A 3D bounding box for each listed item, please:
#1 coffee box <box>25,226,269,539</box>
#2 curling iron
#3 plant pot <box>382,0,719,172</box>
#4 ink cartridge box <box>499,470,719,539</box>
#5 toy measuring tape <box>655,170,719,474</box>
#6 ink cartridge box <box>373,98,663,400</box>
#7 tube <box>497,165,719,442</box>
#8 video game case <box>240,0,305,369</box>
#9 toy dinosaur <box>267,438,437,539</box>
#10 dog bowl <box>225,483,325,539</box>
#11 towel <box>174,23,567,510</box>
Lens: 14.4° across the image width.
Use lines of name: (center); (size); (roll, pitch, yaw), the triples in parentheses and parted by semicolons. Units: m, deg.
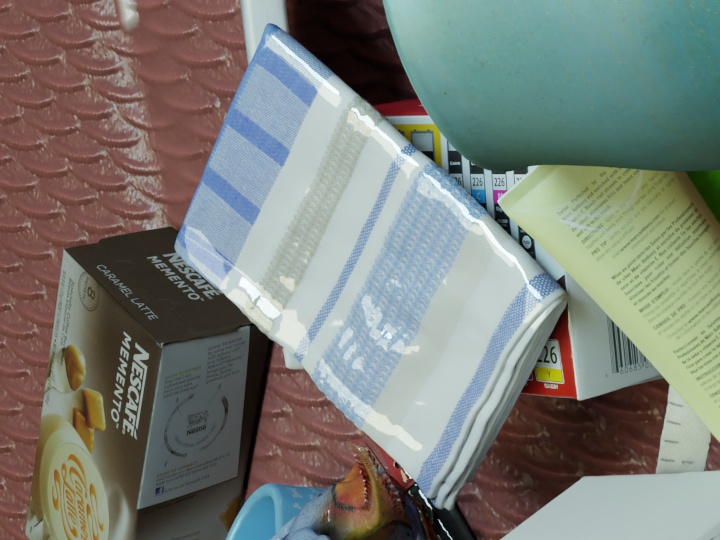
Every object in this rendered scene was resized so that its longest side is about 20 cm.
coffee box: (-0.125, 0.093, 1.652); (0.114, 0.079, 0.201); (40, 130, 41)
curling iron: (0.030, 0.102, 1.487); (0.201, 0.025, 0.050); (64, 145, 19)
plant pot: (0.115, -0.124, 1.101); (0.187, 0.200, 0.201); (-17, 85, 27)
ink cartridge box: (0.156, 0.192, 1.242); (0.145, 0.085, 0.201); (-8, 110, 55)
toy measuring tape: (0.152, 0.004, 1.263); (0.074, 0.073, 0.201); (36, 134, 43)
ink cartridge box: (0.062, -0.037, 1.355); (0.200, 0.084, 0.176); (2, 101, 54)
tube: (0.145, 0.019, 1.205); (0.052, 0.058, 0.200); (-27, 112, 37)
video game case: (-0.043, -0.070, 1.451); (0.182, 0.023, 0.201); (-105, 9, -75)
toy dinosaur: (0.014, 0.126, 1.379); (0.105, 0.182, 0.200); (26, 122, -5)
dog bowl: (-0.041, 0.192, 1.505); (0.112, 0.049, 0.200); (-58, 21, 31)
towel: (0.000, 0.000, 1.320); (0.200, 0.024, 0.147); (44, 132, 20)
